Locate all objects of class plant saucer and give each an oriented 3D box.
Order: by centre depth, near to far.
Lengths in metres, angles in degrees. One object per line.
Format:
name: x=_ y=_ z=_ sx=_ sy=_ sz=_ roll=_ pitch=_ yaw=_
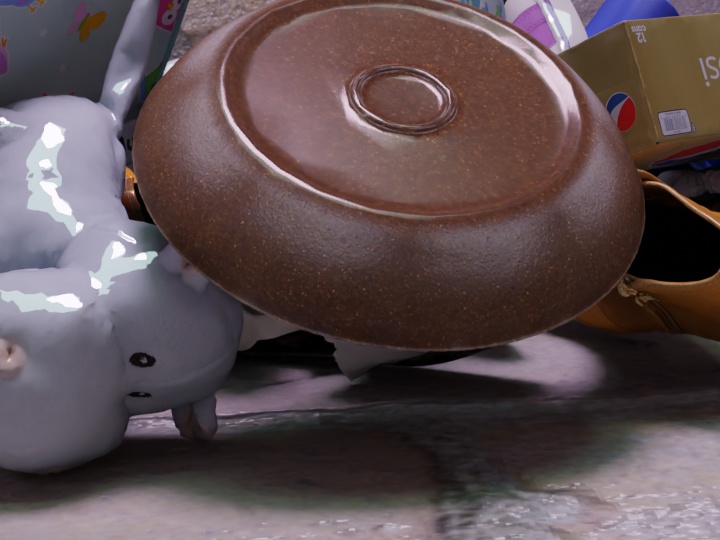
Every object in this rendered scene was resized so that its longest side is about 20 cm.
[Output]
plant saucer: x=0.014 y=-0.053 z=0.658 sx=0.199 sy=0.037 sz=0.201 roll=5 pitch=43 yaw=-5

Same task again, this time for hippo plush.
hippo plush: x=-0.120 y=0.018 z=0.702 sx=0.199 sy=0.160 sz=0.161 roll=-27 pitch=53 yaw=-32

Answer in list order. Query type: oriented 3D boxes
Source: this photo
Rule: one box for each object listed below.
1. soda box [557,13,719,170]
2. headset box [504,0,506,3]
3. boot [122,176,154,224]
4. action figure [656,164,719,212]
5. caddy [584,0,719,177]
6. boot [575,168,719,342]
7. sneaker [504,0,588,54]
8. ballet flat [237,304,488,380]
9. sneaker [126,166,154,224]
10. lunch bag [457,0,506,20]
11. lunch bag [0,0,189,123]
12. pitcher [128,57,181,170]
soda box: x=0.188 y=-0.095 z=0.900 sx=0.199 sy=0.064 sz=0.068 roll=-10 pitch=-8 yaw=-39
headset box: x=0.045 y=-0.139 z=1.225 sx=0.092 sy=0.201 sz=0.174 roll=-8 pitch=11 yaw=-26
boot: x=-0.177 y=-0.001 z=0.830 sx=0.154 sy=0.077 sz=0.200 roll=-15 pitch=-7 yaw=4
action figure: x=0.213 y=-0.024 z=0.886 sx=0.199 sy=0.119 sz=0.055 roll=-5 pitch=19 yaw=39
caddy: x=0.189 y=-0.090 z=1.070 sx=0.141 sy=0.105 sz=0.200 roll=36 pitch=2 yaw=22
boot: x=0.114 y=-0.015 z=0.769 sx=0.201 sy=0.071 sz=0.144 roll=18 pitch=-5 yaw=45
sneaker: x=0.070 y=-0.079 z=0.944 sx=0.113 sy=0.073 sz=0.201 roll=0 pitch=55 yaw=-6
ballet flat: x=-0.009 y=0.019 z=0.787 sx=0.199 sy=0.068 sz=0.068 roll=-7 pitch=15 yaw=41
sneaker: x=-0.131 y=-0.022 z=1.005 sx=0.077 sy=0.079 sz=0.200 roll=15 pitch=9 yaw=-27
lunch bag: x=0.016 y=-0.146 z=0.841 sx=0.082 sy=0.201 sz=0.161 roll=-9 pitch=35 yaw=14
lunch bag: x=-0.168 y=-0.106 z=0.746 sx=0.077 sy=0.161 sz=0.199 roll=37 pitch=29 yaw=30
pitcher: x=-0.078 y=-0.091 z=1.143 sx=0.199 sy=0.122 sz=0.172 roll=-13 pitch=-21 yaw=-31
